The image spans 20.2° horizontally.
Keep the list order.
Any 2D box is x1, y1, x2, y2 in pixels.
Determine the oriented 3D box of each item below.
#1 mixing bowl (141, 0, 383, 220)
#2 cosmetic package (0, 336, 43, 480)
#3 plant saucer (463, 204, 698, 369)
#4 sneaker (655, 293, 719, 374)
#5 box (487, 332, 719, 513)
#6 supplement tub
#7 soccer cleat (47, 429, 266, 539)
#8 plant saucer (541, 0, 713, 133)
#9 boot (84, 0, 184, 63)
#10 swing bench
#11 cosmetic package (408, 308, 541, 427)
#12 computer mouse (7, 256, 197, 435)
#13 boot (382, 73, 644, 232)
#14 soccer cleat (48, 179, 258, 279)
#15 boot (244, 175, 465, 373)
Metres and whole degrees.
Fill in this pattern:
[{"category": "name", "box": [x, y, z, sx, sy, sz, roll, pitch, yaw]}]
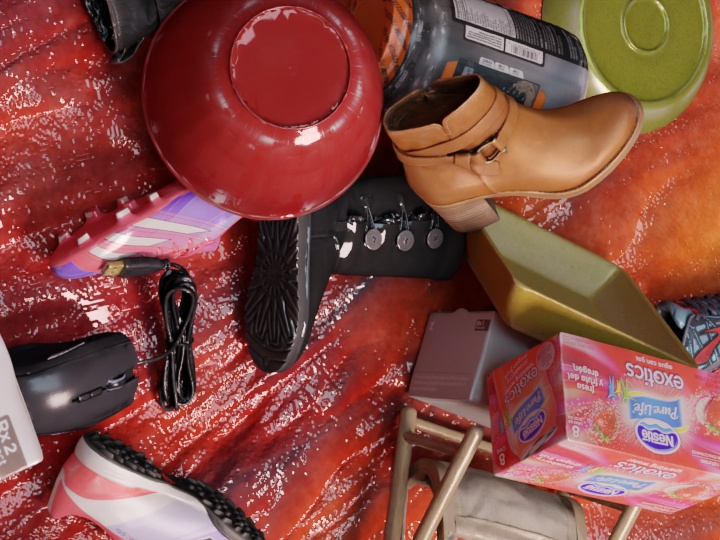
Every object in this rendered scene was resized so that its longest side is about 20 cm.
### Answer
[{"category": "mixing bowl", "box": [-0.064, -0.147, 1.571, 0.199, 0.108, 0.202, 2, 82, -14]}, {"category": "cosmetic package", "box": [-0.354, 0.086, 1.427, 0.164, 0.200, 0.166, -25, 101, -28]}, {"category": "plant saucer", "box": [0.173, 0.022, 1.752, 0.199, 0.200, 0.049, 25, 108, -24]}, {"category": "sneaker", "box": [0.323, 0.056, 1.892, 0.200, 0.079, 0.096, -46, 109, -23]}, {"category": "box", "box": [0.213, 0.130, 1.674, 0.199, 0.102, 0.095, 16, 60, -31]}, {"category": "supplement tub", "box": [0.085, -0.175, 1.730, 0.199, 0.122, 0.123, 15, 82, -28]}, {"category": "soccer cleat", "box": [-0.159, 0.201, 1.626, 0.199, 0.068, 0.073, 32, 98, -30]}, {"category": "plant saucer", "box": [0.259, -0.228, 1.885, 0.199, 0.031, 0.202, 1, 89, -31]}, {"category": "boot", "box": [-0.158, -0.282, 1.621, 0.173, 0.069, 0.201, -21, 102, -29]}, {"category": "swing bench", "box": [0.115, 0.245, 1.744, 0.198, 0.130, 0.201, 20, 85, -29]}, {"category": "cosmetic package", "box": [0.154, 0.104, 1.777, 0.199, 0.107, 0.091, 19, 79, -27]}, {"category": "computer mouse", "box": [-0.208, 0.062, 1.577, 0.199, 0.046, 0.141, -6, 114, -30]}, {"category": "boot", "box": [0.125, -0.117, 1.646, 0.199, 0.074, 0.155, -30, 140, 7]}, {"category": "soccer cleat", "box": [-0.157, -0.033, 1.624, 0.199, 0.067, 0.077, -32, 110, -29]}, {"category": "boot", "box": [0.000, -0.001, 1.712, 0.199, 0.065, 0.166, -5, 109, -45]}]
